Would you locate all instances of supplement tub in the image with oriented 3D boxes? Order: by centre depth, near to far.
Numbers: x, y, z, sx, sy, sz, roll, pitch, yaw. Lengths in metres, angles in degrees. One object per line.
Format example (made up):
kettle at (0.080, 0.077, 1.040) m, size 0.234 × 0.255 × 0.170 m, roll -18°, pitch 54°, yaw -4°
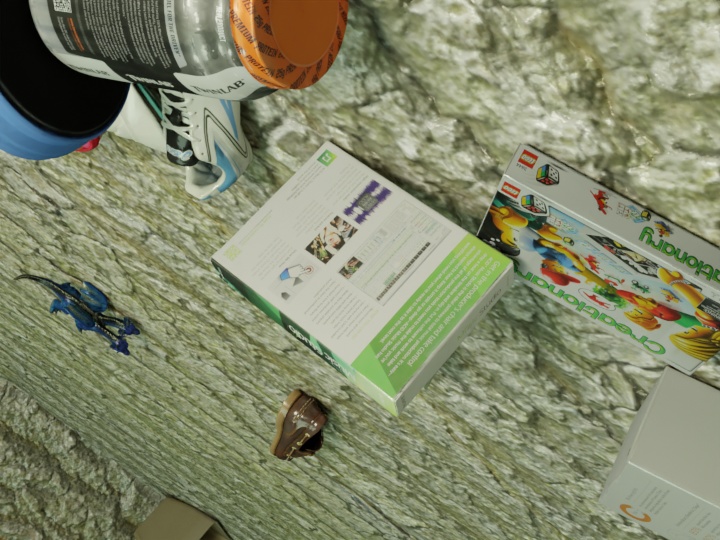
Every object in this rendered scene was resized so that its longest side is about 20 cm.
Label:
supplement tub at (-0.114, -0.180, 0.668) m, size 0.198 × 0.123 × 0.123 m, roll 16°, pitch 151°, yaw 33°

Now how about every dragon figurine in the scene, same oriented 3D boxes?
dragon figurine at (-0.425, 0.054, 1.545) m, size 0.099 × 0.059 × 0.200 m, roll 0°, pitch 140°, yaw 50°

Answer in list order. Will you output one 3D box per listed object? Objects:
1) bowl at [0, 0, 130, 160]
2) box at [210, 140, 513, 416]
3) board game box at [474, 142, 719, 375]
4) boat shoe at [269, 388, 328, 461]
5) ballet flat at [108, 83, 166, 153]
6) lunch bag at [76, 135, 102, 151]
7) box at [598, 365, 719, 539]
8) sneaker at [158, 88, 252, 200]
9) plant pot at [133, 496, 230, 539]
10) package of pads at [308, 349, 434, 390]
bowl at (-0.232, -0.182, 0.723) m, size 0.039 × 0.202 × 0.201 m, roll -6°, pitch 140°, yaw 24°
box at (0.000, 0.000, 0.792) m, size 0.199 × 0.144 × 0.036 m, roll 35°, pitch 161°, yaw 27°
board game box at (0.184, -0.004, 0.743) m, size 0.199 × 0.035 × 0.127 m, roll 29°, pitch 156°, yaw 8°
boat shoe at (-0.088, 0.241, 1.473) m, size 0.070 × 0.071 × 0.200 m, roll 33°, pitch 156°, yaw 9°
ballet flat at (-0.225, -0.168, 0.873) m, size 0.069 × 0.070 × 0.201 m, roll 11°, pitch 143°, yaw 38°
lunch bag at (-0.325, -0.200, 0.943) m, size 0.198 × 0.082 × 0.177 m, roll 10°, pitch 143°, yaw 37°
box at (0.321, 0.186, 0.858) m, size 0.198 × 0.098 × 0.125 m, roll 26°, pitch 155°, yaw 13°
sneaker at (-0.139, -0.134, 0.846) m, size 0.071 × 0.073 × 0.201 m, roll 23°, pitch 153°, yaw 22°
plant pot at (-0.494, 0.736, 2.741) m, size 0.176 × 0.200 × 0.201 m, roll 32°, pitch 158°, yaw 26°
package of pads at (-0.011, 0.028, 0.995) m, size 0.153 × 0.069 × 0.201 m, roll 16°, pitch 150°, yaw 31°
